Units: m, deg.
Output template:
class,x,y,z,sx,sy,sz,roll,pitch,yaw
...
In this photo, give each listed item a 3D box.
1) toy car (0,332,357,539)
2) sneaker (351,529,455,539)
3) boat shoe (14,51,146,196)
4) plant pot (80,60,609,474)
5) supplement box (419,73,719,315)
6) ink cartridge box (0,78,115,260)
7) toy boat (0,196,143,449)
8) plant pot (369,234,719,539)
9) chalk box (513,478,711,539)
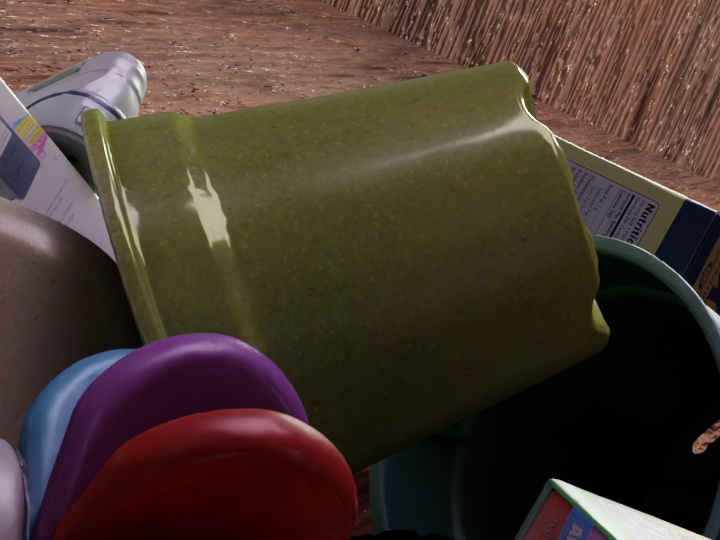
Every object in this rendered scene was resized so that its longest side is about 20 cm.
class,x,y,z,sx,sy,sz,roll,pitch,yaw
toy car,-0.067,0.098,0.820,0.175,0.150,0.200,16,14,-27
sneaker,0.051,0.156,0.975,0.199,0.080,0.075,5,12,25
boat shoe,-0.165,-0.048,1.163,0.200,0.067,0.074,-20,-58,46
plant pot,0.000,0.000,0.997,0.184,0.201,0.200,-18,17,-1
supplement box,0.111,0.010,1.407,0.199,0.135,0.200,27,-7,22
ink cartridge box,-0.208,-0.050,1.073,0.117,0.067,0.200,-8,-49,41
toy boat,-0.185,0.035,1.012,0.199,0.131,0.131,24,-17,6
plant pot,0.143,0.104,1.110,0.196,0.201,0.200,21,10,-46
chalk box,0.107,0.167,0.850,0.200,0.125,0.124,25,10,-31
